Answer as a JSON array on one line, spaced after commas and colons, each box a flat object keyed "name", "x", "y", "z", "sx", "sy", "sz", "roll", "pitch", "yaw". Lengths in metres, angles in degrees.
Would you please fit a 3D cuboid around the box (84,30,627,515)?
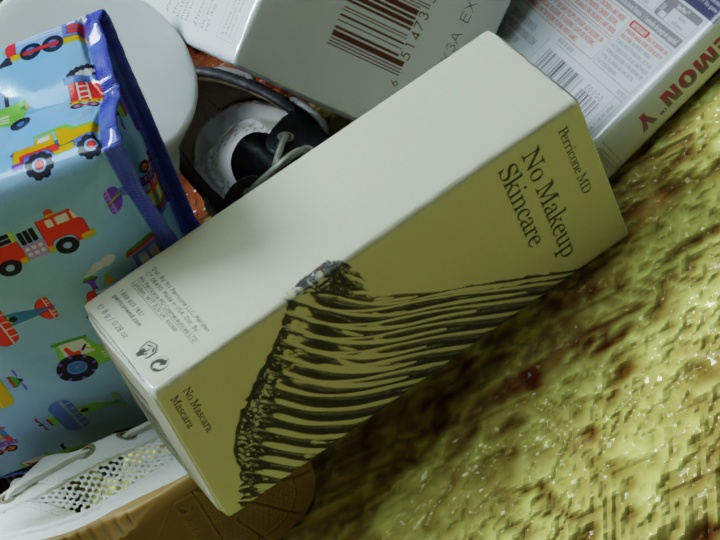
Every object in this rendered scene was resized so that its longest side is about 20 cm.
[{"name": "box", "x": 0.000, "y": 0.000, "z": 1.032, "sx": 0.200, "sy": 0.082, "sz": 0.068, "roll": -35, "pitch": 42, "yaw": -8}]

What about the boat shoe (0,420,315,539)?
[{"name": "boat shoe", "x": -0.118, "y": 0.109, "z": 1.085, "sx": 0.200, "sy": 0.071, "sz": 0.069, "roll": -24, "pitch": 38, "yaw": -6}]

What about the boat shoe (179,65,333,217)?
[{"name": "boat shoe", "x": -0.035, "y": -0.042, "z": 1.185, "sx": 0.074, "sy": 0.060, "sz": 0.200, "roll": -47, "pitch": 33, "yaw": 2}]

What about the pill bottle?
[{"name": "pill bottle", "x": -0.147, "y": -0.034, "z": 1.188, "sx": 0.200, "sy": 0.114, "sz": 0.114, "roll": 124, "pitch": 164, "yaw": -51}]

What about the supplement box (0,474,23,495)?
[{"name": "supplement box", "x": -0.202, "y": 0.141, "z": 1.163, "sx": 0.109, "sy": 0.061, "sz": 0.200, "roll": -10, "pitch": 46, "yaw": 17}]

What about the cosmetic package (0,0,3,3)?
[{"name": "cosmetic package", "x": -0.225, "y": -0.066, "z": 1.348, "sx": 0.200, "sy": 0.073, "sz": 0.104, "roll": -59, "pitch": 25, "yaw": 32}]

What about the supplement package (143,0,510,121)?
[{"name": "supplement package", "x": -0.028, "y": -0.143, "z": 1.200, "sx": 0.200, "sy": 0.117, "sz": 0.117, "roll": 32, "pitch": 99, "yaw": 60}]

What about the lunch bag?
[{"name": "lunch bag", "x": -0.134, "y": 0.017, "z": 1.080, "sx": 0.150, "sy": 0.200, "sz": 0.094, "roll": -19, "pitch": 41, "yaw": 6}]

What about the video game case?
[{"name": "video game case", "x": 0.123, "y": -0.144, "z": 1.147, "sx": 0.182, "sy": 0.023, "sz": 0.200, "roll": -45, "pitch": 32, "yaw": 5}]
